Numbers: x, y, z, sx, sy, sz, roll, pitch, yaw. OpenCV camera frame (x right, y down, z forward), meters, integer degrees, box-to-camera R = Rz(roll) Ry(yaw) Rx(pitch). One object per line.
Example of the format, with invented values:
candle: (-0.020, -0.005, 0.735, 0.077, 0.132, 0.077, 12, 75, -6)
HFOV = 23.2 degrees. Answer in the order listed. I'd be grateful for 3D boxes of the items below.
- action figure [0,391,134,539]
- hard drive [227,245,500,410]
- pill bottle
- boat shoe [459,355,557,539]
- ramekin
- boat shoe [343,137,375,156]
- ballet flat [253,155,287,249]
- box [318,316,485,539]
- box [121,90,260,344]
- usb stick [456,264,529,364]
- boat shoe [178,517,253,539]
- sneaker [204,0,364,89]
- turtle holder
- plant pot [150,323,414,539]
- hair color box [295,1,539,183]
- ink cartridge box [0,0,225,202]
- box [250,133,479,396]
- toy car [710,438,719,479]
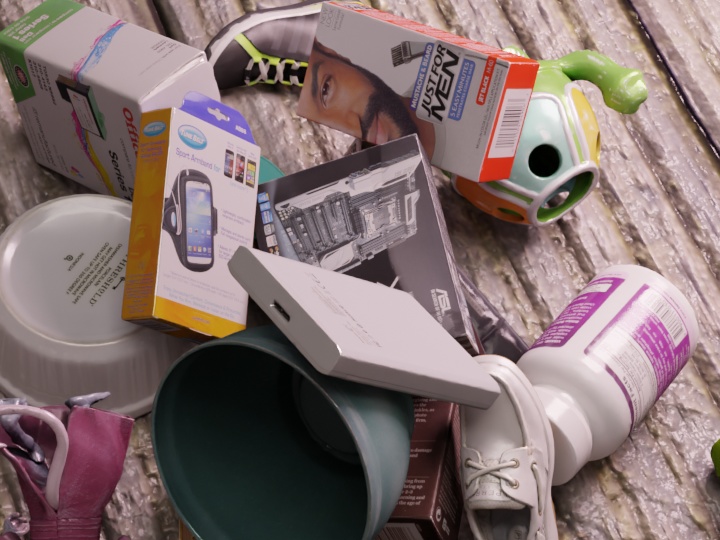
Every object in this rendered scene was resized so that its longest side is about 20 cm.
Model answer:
action figure: (-0.221, 0.196, 1.349, 0.134, 0.149, 0.201, -3, 87, 0)
hard drive: (0.005, 0.044, 1.305, 0.200, 0.026, 0.132, 17, 23, -51)
pill bottle: (0.196, 0.091, 1.491, 0.112, 0.112, 0.200, 35, 50, 16)
boat shoe: (0.114, 0.169, 1.384, 0.071, 0.200, 0.069, -7, 13, 27)
ramekin: (-0.232, 0.024, 1.500, 0.202, 0.094, 0.203, 4, 54, -5)
boat shoe: (0.017, -0.048, 1.601, 0.071, 0.069, 0.200, -6, 56, -12)
ballet flat: (-0.064, -0.018, 1.571, 0.070, 0.065, 0.200, -23, 59, -16)
box: (0.038, 0.137, 1.456, 0.100, 0.075, 0.200, -2, 53, 21)
box: (-0.138, -0.044, 1.454, 0.041, 0.119, 0.200, -8, 72, 34)
usb stick: (0.079, 0.027, 1.545, 0.055, 0.033, 0.200, -40, 88, -19)
boat shoe: (-0.115, 0.215, 1.397, 0.074, 0.069, 0.200, -1, 55, -9)
sneaker: (-0.061, -0.211, 1.704, 0.200, 0.072, 0.083, -24, 63, -23)
turtle holder: (0.168, -0.121, 1.630, 0.185, 0.141, 0.132, -25, 61, -23)
plant pot: (-0.041, 0.123, 1.337, 0.200, 0.201, 0.134, 36, 36, 17)
hair color box: (0.049, -0.161, 1.565, 0.200, 0.111, 0.064, 22, 16, 30)
ink cartridge box: (-0.215, -0.141, 1.550, 0.200, 0.145, 0.084, 25, 52, 36)
box: (0.000, 0.000, 1.475, 0.157, 0.050, 0.200, -17, 61, 9)
toy car: (0.392, 0.167, 1.423, 0.157, 0.200, 0.165, -8, 57, -13)
